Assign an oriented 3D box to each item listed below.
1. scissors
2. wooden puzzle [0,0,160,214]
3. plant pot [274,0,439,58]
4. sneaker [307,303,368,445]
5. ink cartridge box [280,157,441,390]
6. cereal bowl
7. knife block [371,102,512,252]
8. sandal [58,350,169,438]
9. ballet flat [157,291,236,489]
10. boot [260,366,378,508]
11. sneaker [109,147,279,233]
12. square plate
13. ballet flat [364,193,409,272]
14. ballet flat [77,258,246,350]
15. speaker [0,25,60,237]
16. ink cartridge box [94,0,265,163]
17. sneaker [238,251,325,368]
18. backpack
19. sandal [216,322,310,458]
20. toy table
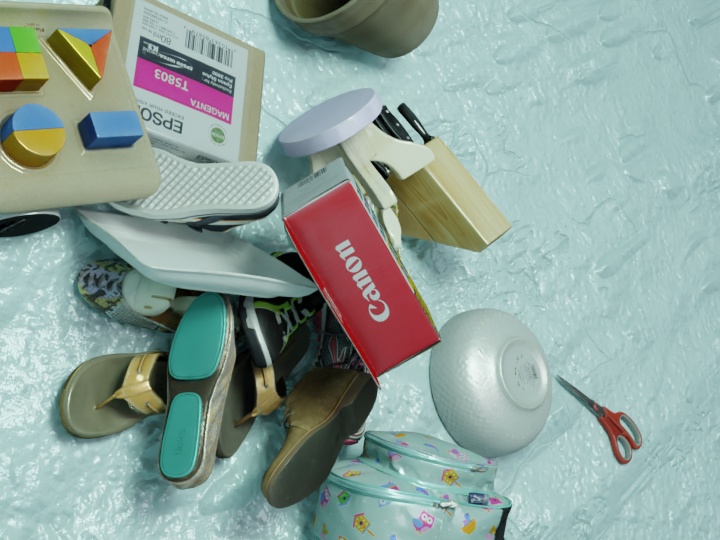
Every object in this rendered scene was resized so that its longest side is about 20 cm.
[{"bbox_3d":[0.362,0.208,1.516,0.200,0.014,0.073,50,52,-14],"label":"scissors"},{"bbox_3d":[-0.286,-0.163,0.959,0.184,0.046,0.202,-12,84,-46],"label":"wooden puzzle"},{"bbox_3d":[0.010,-0.372,1.315,0.173,0.199,0.202,29,56,-50],"label":"plant pot"},{"bbox_3d":[-0.017,0.104,1.184,0.080,0.074,0.202,12,69,-38],"label":"sneaker"},{"bbox_3d":[0.000,0.000,1.054,0.201,0.083,0.176,59,4,-16],"label":"ink cartridge box"},{"bbox_3d":[0.189,0.144,1.342,0.199,0.083,0.202,15,65,-35],"label":"cereal bowl"},{"bbox_3d":[0.092,-0.128,1.296,0.064,0.199,0.177,-34,128,-41],"label":"knife block"},{"bbox_3d":[-0.212,0.118,1.024,0.199,0.054,0.081,-4,79,-42],"label":"sandal"},{"bbox_3d":[-0.162,0.122,1.014,0.067,0.067,0.202,57,40,-62],"label":"ballet flat"},{"bbox_3d":[-0.059,0.174,1.078,0.200,0.075,0.074,-47,145,-46],"label":"boot"},{"bbox_3d":[-0.186,-0.082,1.087,0.198,0.079,0.079,7,76,1],"label":"sneaker"},{"bbox_3d":[-0.172,-0.014,1.035,0.199,0.198,0.029,8,104,-38],"label":"square plate"},{"bbox_3d":[0.029,-0.011,1.271,0.075,0.064,0.202,-4,78,-40],"label":"ballet flat"},{"bbox_3d":[-0.197,0.033,1.059,0.199,0.072,0.073,26,60,-31],"label":"ballet flat"},{"bbox_3d":[-0.350,-0.136,0.977,0.081,0.081,0.202,-7,79,-41],"label":"speaker"},{"bbox_3d":[-0.210,-0.200,1.124,0.199,0.075,0.166,18,63,-36],"label":"ink cartridge box"},{"bbox_3d":[-0.079,0.029,1.100,0.201,0.082,0.072,-82,161,-58],"label":"sneaker"},{"bbox_3d":[0.049,0.258,1.113,0.198,0.175,0.155,4,92,-28],"label":"backpack"},{"bbox_3d":[-0.102,0.123,1.105,0.200,0.054,0.082,-48,132,-44],"label":"sandal"},{"bbox_3d":[-0.013,-0.138,1.205,0.118,0.183,0.200,60,5,-17],"label":"toy table"}]
